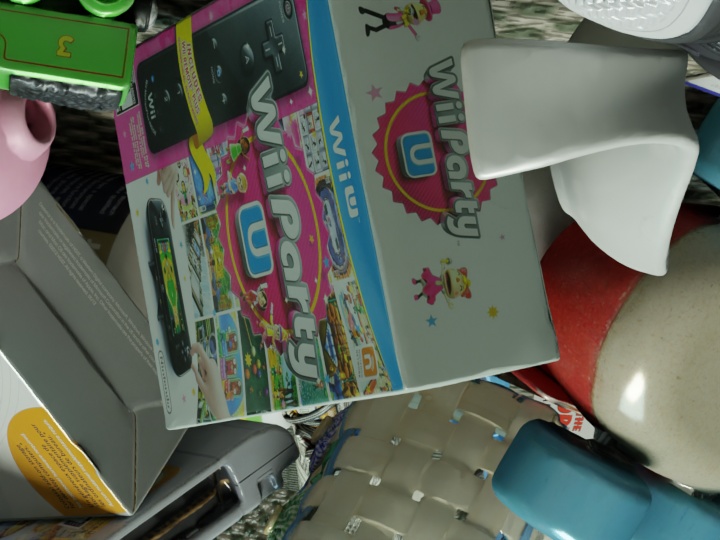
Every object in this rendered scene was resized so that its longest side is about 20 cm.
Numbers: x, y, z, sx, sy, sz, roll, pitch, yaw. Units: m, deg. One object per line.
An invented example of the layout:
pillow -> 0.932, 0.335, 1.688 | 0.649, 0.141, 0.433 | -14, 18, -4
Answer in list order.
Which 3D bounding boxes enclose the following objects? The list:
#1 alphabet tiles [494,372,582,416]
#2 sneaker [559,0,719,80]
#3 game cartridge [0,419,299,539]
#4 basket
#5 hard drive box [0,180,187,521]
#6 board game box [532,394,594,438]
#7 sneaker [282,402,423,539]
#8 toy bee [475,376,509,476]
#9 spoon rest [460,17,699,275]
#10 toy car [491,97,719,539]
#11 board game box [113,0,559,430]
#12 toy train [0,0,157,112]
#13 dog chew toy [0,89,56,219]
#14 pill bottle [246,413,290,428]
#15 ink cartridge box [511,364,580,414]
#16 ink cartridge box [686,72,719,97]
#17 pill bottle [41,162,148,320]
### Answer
alphabet tiles -> 0.000, 0.000, 1.127 | 0.200, 0.008, 0.167 | 24, -168, -40
sneaker -> 0.154, -0.086, 0.656 | 0.200, 0.076, 0.114 | 7, 172, 36
game cartridge -> -0.139, 0.126, 1.116 | 0.200, 0.042, 0.133 | -35, -154, -31
basket -> 0.031, 0.138, 1.133 | 0.139, 0.177, 0.200 | 19, 149, 18
hard drive box -> -0.198, 0.039, 1.108 | 0.200, 0.077, 0.156 | -8, 129, 40
board game box -> 0.145, 0.091, 1.406 | 0.046, 0.152, 0.200 | 3, 170, 19
sneaker -> -0.016, 0.075, 1.250 | 0.078, 0.201, 0.082 | -5, -178, 32
toy bee -> 0.045, 0.033, 1.323 | 0.131, 0.109, 0.200 | -35, -151, -25
spoon rest -> 0.083, -0.047, 0.769 | 0.060, 0.100, 0.200 | -6, 179, 16
toy car -> 0.098, -0.001, 1.018 | 0.200, 0.185, 0.177 | 35, -172, 34
board game box -> -0.017, -0.027, 0.843 | 0.064, 0.148, 0.200 | -9, 177, -28
toy train -> -0.173, -0.095, 0.858 | 0.199, 0.057, 0.042 | 8, 170, -7
dog chew toy -> -0.214, -0.048, 0.983 | 0.199, 0.125, 0.124 | -7, 165, 26
pill bottle -> -0.130, 0.024, 1.328 | 0.199, 0.111, 0.111 | 6, 170, 5
ink cartridge box -> 0.125, 0.026, 1.166 | 0.200, 0.067, 0.116 | 18, -164, -50
ink cartridge box -> 0.207, -0.076, 0.770 | 0.094, 0.037, 0.200 | 14, 165, -38
pill bottle -> -0.126, 0.007, 1.179 | 0.199, 0.111, 0.111 | 9, 172, 25
